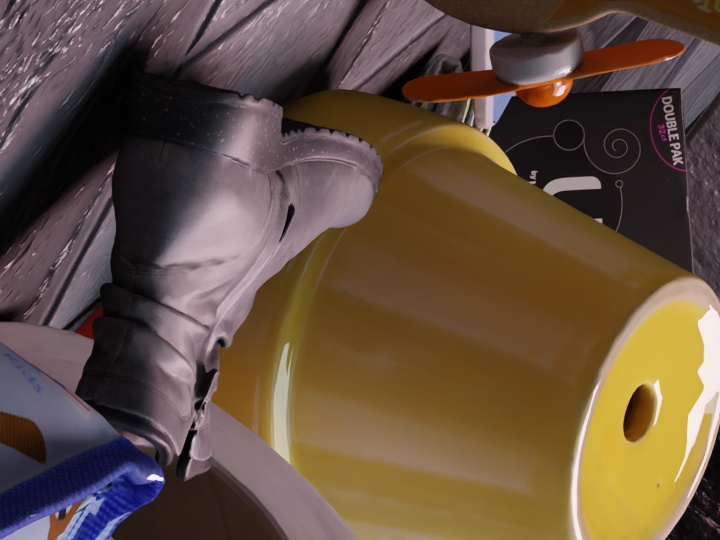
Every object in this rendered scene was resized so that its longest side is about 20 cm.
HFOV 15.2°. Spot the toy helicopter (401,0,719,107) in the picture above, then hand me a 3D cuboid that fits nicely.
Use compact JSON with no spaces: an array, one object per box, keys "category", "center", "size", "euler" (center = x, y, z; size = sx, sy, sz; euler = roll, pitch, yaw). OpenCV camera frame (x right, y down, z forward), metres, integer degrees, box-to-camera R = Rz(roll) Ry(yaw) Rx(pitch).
[{"category":"toy helicopter","center":[0.092,-0.102,0.959],"size":[0.079,0.200,0.133],"euler":[-41,151,-55]}]

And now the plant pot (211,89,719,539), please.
[{"category":"plant pot","center":[0.046,0.039,1.148],"size":[0.201,0.189,0.201],"euler":[-29,128,-47]}]

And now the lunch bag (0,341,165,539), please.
[{"category":"lunch bag","center":[-0.141,0.029,0.304],"size":[0.124,0.170,0.200],"euler":[-56,173,10]}]

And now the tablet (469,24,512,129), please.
[{"category":"tablet","center":[0.093,-0.168,1.153],"size":[0.200,0.014,0.130],"euler":[-60,164,-24]}]

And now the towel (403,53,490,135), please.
[{"category":"towel","center":[0.000,0.000,1.386],"size":[0.200,0.048,0.171],"euler":[-56,-175,39]}]

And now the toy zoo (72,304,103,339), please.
[{"category":"toy zoo","center":[-0.143,0.076,1.134],"size":[0.200,0.020,0.131],"euler":[-45,171,-41]}]

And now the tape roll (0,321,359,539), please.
[{"category":"tape roll","center":[-0.083,0.108,0.950],"size":[0.071,0.202,0.202],"euler":[-52,173,18]}]

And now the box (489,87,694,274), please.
[{"category":"box","center":[0.112,0.009,1.517],"size":[0.124,0.148,0.201],"euler":[67,20,-82]}]

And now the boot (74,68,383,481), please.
[{"category":"boot","center":[-0.054,0.006,0.962],"size":[0.200,0.070,0.132],"euler":[13,89,-71]}]
